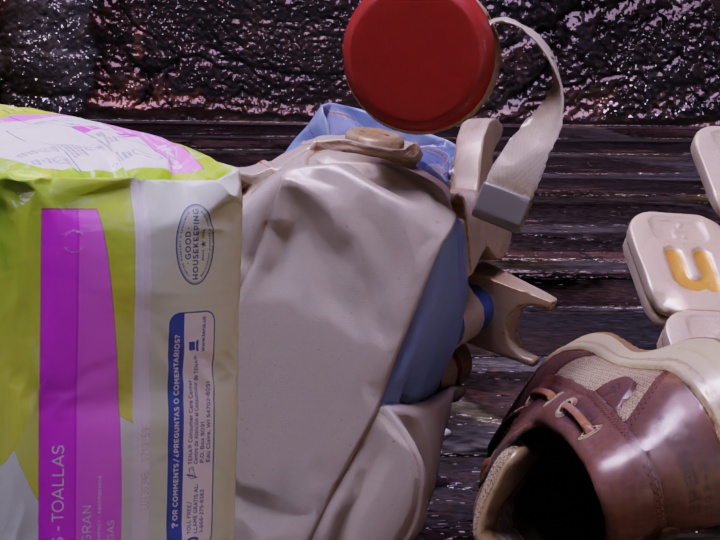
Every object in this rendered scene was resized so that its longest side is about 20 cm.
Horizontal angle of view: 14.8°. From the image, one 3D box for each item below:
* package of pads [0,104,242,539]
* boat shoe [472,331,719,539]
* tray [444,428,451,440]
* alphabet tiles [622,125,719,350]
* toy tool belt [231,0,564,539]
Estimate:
[{"bbox_3d":[-0.099,0.032,0.753,0.068,0.156,0.200,-3,8,-27],"label":"package of pads"},{"bbox_3d":[0.064,0.064,0.843,0.072,0.072,0.200,-23,2,-15],"label":"boat shoe"},{"bbox_3d":[-0.073,0.063,1.054,0.199,0.022,0.107,8,10,42],"label":"tray"},{"bbox_3d":[0.195,0.022,0.999,0.199,0.015,0.196,3,45,-19],"label":"alphabet tiles"},{"bbox_3d":[0.000,0.000,0.882,0.124,0.201,0.123,22,11,9],"label":"toy tool belt"}]
